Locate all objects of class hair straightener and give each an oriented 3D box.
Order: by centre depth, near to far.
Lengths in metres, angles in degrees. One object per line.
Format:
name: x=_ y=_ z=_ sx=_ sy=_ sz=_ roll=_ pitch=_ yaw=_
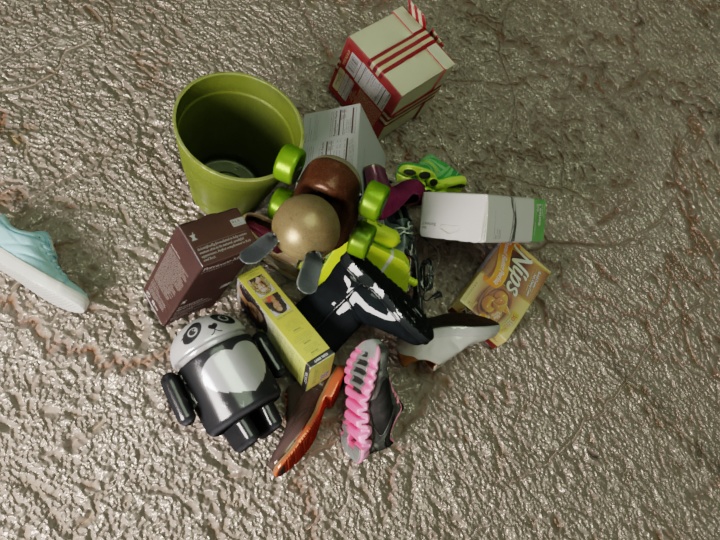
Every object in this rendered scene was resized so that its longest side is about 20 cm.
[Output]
hair straightener: x=0.109 y=0.033 z=1.055 sx=0.076 sy=0.041 sz=0.202 roll=7 pitch=77 yaw=-19

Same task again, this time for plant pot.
plant pot: x=-0.211 y=-0.184 z=0.970 sx=0.199 sy=0.193 sz=0.202 roll=8 pitch=64 yaw=-16

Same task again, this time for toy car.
toy car: x=-0.074 y=-0.051 z=0.807 sx=0.163 sy=0.158 sz=0.201 roll=23 pitch=47 yaw=4

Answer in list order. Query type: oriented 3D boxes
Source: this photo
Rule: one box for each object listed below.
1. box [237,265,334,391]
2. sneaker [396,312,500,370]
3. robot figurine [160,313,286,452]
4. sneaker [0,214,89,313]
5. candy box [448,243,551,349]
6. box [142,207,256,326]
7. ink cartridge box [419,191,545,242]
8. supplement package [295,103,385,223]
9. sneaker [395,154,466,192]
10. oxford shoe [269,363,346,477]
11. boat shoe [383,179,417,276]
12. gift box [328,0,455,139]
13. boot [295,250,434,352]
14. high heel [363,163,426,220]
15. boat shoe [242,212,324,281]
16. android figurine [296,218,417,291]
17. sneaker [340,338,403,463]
box: x=-0.122 y=0.088 z=0.918 sx=0.050 sy=0.076 sz=0.200 roll=-29 pitch=61 yaw=-30
sneaker: x=0.149 y=0.124 z=1.012 sx=0.199 sy=0.073 sz=0.085 roll=-4 pitch=108 yaw=-21
robot figurine: x=-0.194 y=0.160 z=0.855 sx=0.124 sy=0.150 sz=0.201 roll=-34 pitch=79 yaw=11
sneaker: x=-0.476 y=-0.018 z=0.864 sx=0.199 sy=0.074 sz=0.082 roll=35 pitch=62 yaw=-4
candy box: x=0.271 y=0.038 z=1.126 sx=0.115 sy=0.055 sz=0.200 roll=41 pitch=59 yaw=2
box: x=-0.239 y=-0.002 z=0.863 sx=0.100 sy=0.200 sz=0.075 roll=-25 pitch=77 yaw=-41
ink cartridge box: x=0.225 y=-0.097 z=1.069 sx=0.199 sy=0.146 sz=0.085 roll=-3 pitch=99 yaw=-45
supplement package: x=-0.031 y=-0.158 z=1.030 sx=0.110 sy=0.156 sz=0.201 roll=-5 pitch=63 yaw=18
sneaker: x=0.128 y=-0.184 z=1.156 sx=0.199 sy=0.074 sz=0.084 roll=-1 pitch=45 yaw=-49
oxford shoe: x=-0.094 y=0.223 z=0.908 sx=0.072 sy=0.071 sz=0.200 roll=25 pitch=52 yaw=12
boat shoe: x=0.066 y=-0.080 z=1.101 sx=0.072 sy=0.062 sz=0.201 roll=-8 pitch=69 yaw=-23
gift box: x=0.060 y=-0.414 z=1.184 sx=0.186 sy=0.184 sz=0.200 roll=-37 pitch=89 yaw=-28
boot: x=-0.002 y=0.086 z=0.943 sx=0.200 sy=0.168 sz=0.076 roll=43 pitch=24 yaw=4
high heel: x=0.067 y=-0.114 z=1.020 sx=0.199 sy=0.067 sz=0.097 roll=9 pitch=65 yaw=-53
boat shoe: x=-0.124 y=-0.038 z=1.006 sx=0.199 sy=0.069 sz=0.074 roll=24 pitch=60 yaw=-8
android figurine: x=0.000 y=0.000 z=0.979 sx=0.199 sy=0.183 sz=0.041 roll=24 pitch=29 yaw=-15
sneaker: x=0.027 y=0.200 z=0.917 sx=0.095 sy=0.079 sz=0.202 roll=-2 pitch=108 yaw=-30
